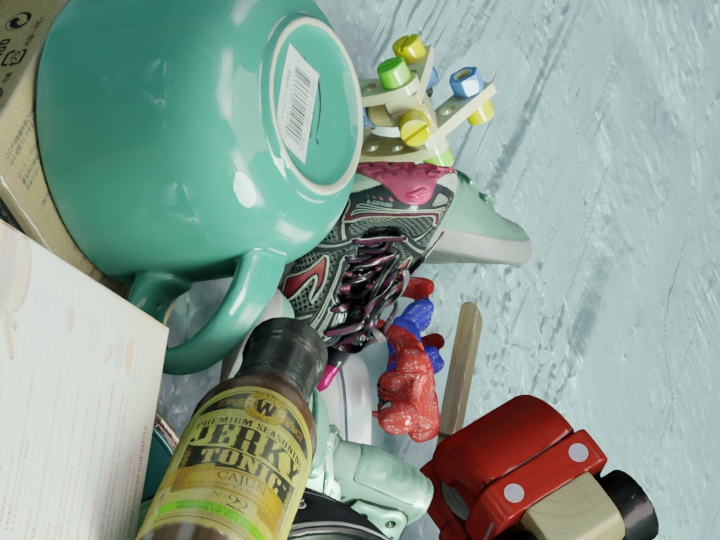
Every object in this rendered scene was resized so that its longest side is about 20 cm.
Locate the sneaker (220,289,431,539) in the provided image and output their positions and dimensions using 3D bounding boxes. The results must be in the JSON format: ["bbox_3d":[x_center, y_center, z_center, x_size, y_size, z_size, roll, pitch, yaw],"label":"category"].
[{"bbox_3d":[-0.018,0.082,1.425,0.201,0.118,0.074,95,3,-49],"label":"sneaker"}]

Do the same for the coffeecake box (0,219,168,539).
[{"bbox_3d":[-0.175,0.061,1.142,0.200,0.073,0.154,37,54,-51],"label":"coffeecake box"}]

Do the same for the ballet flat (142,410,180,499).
[{"bbox_3d":[-0.104,0.156,1.427,0.062,0.067,0.200,-92,169,-72],"label":"ballet flat"}]

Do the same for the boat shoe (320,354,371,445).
[{"bbox_3d":[-0.033,0.141,1.542,0.065,0.074,0.200,8,67,-28],"label":"boat shoe"}]

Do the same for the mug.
[{"bbox_3d":[-0.064,-0.058,1.325,0.152,0.114,0.185,-40,118,-56],"label":"mug"}]

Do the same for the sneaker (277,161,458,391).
[{"bbox_3d":[0.000,0.000,1.437,0.080,0.200,0.075,3,65,-18],"label":"sneaker"}]

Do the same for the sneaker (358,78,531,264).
[{"bbox_3d":[0.052,-0.066,1.714,0.200,0.074,0.118,14,77,-56],"label":"sneaker"}]

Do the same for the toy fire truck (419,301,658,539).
[{"bbox_3d":[0.083,0.114,1.619,0.129,0.176,0.200,-30,71,-20],"label":"toy fire truck"}]

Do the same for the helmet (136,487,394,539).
[{"bbox_3d":[-0.068,0.196,1.304,0.200,0.200,0.191,55,26,-39],"label":"helmet"}]

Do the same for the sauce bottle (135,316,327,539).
[{"bbox_3d":[-0.056,0.091,1.237,0.200,0.065,0.065,-72,143,-55],"label":"sauce bottle"}]

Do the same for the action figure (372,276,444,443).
[{"bbox_3d":[0.026,0.058,1.610,0.200,0.052,0.066,-89,173,-75],"label":"action figure"}]

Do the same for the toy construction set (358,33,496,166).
[{"bbox_3d":[-0.015,-0.062,1.545,0.200,0.131,0.092,-41,117,-56],"label":"toy construction set"}]

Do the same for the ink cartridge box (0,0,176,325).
[{"bbox_3d":[-0.144,-0.065,1.377,0.165,0.075,0.200,61,35,-35],"label":"ink cartridge box"}]
